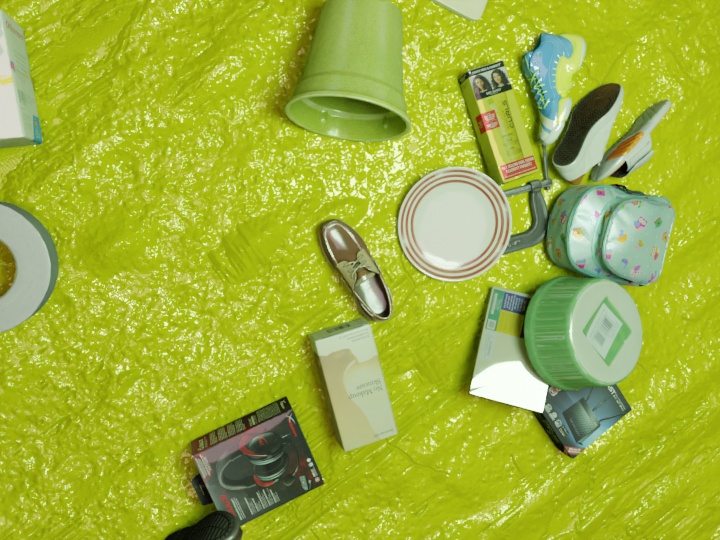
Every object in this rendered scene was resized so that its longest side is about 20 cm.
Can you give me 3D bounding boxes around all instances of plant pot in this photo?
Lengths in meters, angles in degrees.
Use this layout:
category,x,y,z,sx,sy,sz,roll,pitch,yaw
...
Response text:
category,x,y,z,sx,sy,sz,roll,pitch,yaw
plant pot,-0.008,-0.324,1.147,0.199,0.200,0.186,10,81,-14

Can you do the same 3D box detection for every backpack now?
category,x,y,z,sx,sy,sz,roll,pitch,yaw
backpack,0.440,-0.065,1.285,0.198,0.153,0.177,10,99,-9

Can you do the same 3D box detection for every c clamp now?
category,x,y,z,sx,sy,sz,roll,pitch,yaw
c clamp,0.263,-0.114,1.304,0.199,0.027,0.172,-21,105,-12

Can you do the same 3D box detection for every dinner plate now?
category,x,y,z,sx,sy,sz,roll,pitch,yaw
dinner plate,0.164,-0.081,1.266,0.198,0.024,0.202,0,103,1

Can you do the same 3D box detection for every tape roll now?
category,x,y,z,sx,sy,sz,roll,pitch,yaw
tape roll,-0.568,-0.006,1.098,0.199,0.066,0.202,-1,95,-13

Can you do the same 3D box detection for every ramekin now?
category,x,y,z,sx,sy,sz,roll,pitch,yaw
ramekin,0.387,0.106,1.241,0.199,0.098,0.202,3,83,-29

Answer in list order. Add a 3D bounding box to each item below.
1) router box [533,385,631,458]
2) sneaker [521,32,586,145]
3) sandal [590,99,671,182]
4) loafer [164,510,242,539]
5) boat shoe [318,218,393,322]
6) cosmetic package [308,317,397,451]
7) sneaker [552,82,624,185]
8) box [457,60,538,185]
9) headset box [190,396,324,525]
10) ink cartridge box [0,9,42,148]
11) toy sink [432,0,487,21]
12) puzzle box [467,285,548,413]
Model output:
category,x,y,z,sx,sy,sz,roll,pitch,yaw
router box,0.386,0.222,1.343,0.150,0.062,0.201,-37,102,-8
sneaker,0.322,-0.325,1.277,0.104,0.076,0.201,17,84,-2
sandal,0.507,-0.224,1.319,0.059,0.079,0.207,45,83,-10
loafer,-0.250,0.447,1.176,0.071,0.199,0.073,49,39,-15
boat shoe,0.000,0.000,1.226,0.076,0.072,0.201,-36,102,-7
cosmetic package,-0.013,0.194,1.243,0.104,0.071,0.201,-18,99,-11
sneaker,0.416,-0.244,1.313,0.201,0.073,0.085,-55,135,-9
box,0.238,-0.252,1.254,0.075,0.050,0.201,-18,91,-10
headset box,-0.182,0.327,1.215,0.199,0.075,0.150,-23,102,-10
ink cartridge box,-0.551,-0.280,1.043,0.124,0.129,0.202,-9,97,-12
toy sink,0.194,-0.541,1.197,0.130,0.112,0.201,23,90,-14
puzzle box,0.275,0.138,1.283,0.132,0.025,0.201,14,76,4
